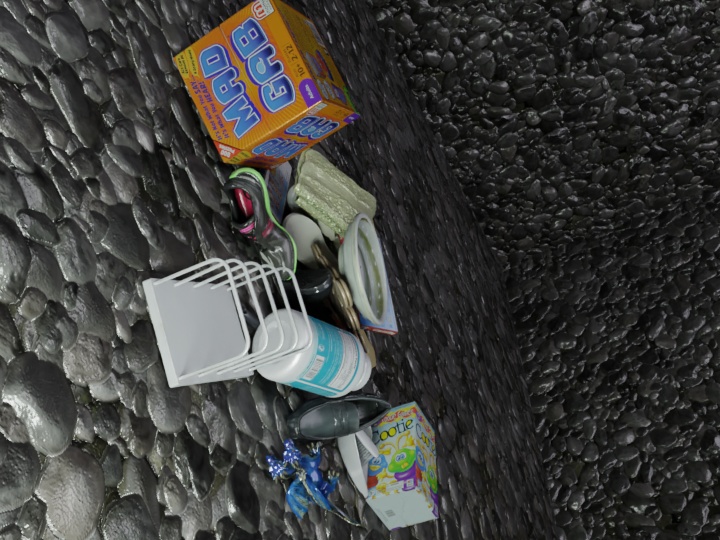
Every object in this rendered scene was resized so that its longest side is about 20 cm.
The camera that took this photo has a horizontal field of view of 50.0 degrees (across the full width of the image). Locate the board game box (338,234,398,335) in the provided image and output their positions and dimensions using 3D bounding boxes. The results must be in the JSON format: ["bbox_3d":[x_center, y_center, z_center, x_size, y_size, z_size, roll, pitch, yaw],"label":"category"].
[{"bbox_3d":[0.014,0.020,1.455,0.103,0.019,0.201,16,55,-44],"label":"board game box"}]

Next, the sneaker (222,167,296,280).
[{"bbox_3d":[-0.174,-0.069,1.279,0.084,0.077,0.201,-40,106,-53],"label":"sneaker"}]

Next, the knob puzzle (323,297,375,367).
[{"bbox_3d":[-0.033,0.120,1.486,0.220,0.030,0.220,53,10,-14],"label":"knob puzzle"}]

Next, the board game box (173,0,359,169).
[{"bbox_3d":[-0.155,-0.315,1.330,0.201,0.199,0.200,63,17,5],"label":"board game box"}]

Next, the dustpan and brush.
[{"bbox_3d":[-0.011,0.284,1.359,0.200,0.057,0.140,57,22,-28],"label":"dustpan and brush"}]

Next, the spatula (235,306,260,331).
[{"bbox_3d":[-0.138,0.117,1.233,0.200,0.020,0.057,54,27,-39],"label":"spatula"}]

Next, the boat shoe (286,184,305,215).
[{"bbox_3d":[-0.104,-0.129,1.549,0.064,0.071,0.200,34,-2,27],"label":"boat shoe"}]

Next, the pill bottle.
[{"bbox_3d":[-0.068,0.136,1.212,0.200,0.110,0.111,28,43,-49],"label":"pill bottle"}]

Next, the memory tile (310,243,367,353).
[{"bbox_3d":[-0.037,0.047,1.355,0.200,0.017,0.154,-127,-163,-58],"label":"memory tile"}]

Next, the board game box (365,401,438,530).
[{"bbox_3d":[0.080,0.368,1.465,0.105,0.103,0.200,57,21,-33],"label":"board game box"}]

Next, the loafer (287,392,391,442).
[{"bbox_3d":[-0.032,0.234,1.248,0.200,0.070,0.068,-5,87,-46],"label":"loafer"}]

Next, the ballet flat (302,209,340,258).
[{"bbox_3d":[-0.055,-0.068,1.504,0.200,0.070,0.065,52,12,-42],"label":"ballet flat"}]

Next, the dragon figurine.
[{"bbox_3d":[-0.073,0.323,1.134,0.201,0.059,0.099,64,18,-14],"label":"dragon figurine"}]

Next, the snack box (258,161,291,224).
[{"bbox_3d":[-0.166,-0.167,1.461,0.200,0.024,0.072,-87,152,-52],"label":"snack box"}]

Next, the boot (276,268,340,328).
[{"bbox_3d":[-0.057,0.098,1.321,0.165,0.065,0.201,11,-52,66],"label":"boot"}]

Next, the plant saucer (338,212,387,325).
[{"bbox_3d":[0.000,0.000,1.360,0.200,0.050,0.201,-9,90,-76],"label":"plant saucer"}]

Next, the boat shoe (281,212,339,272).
[{"bbox_3d":[-0.096,-0.044,1.472,0.068,0.072,0.200,31,-9,46],"label":"boat shoe"}]

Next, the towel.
[{"bbox_3d":[-0.045,-0.134,1.442,0.200,0.036,0.149,38,38,-29],"label":"towel"}]

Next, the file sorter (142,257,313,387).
[{"bbox_3d":[-0.168,0.064,1.034,0.200,0.124,0.139,10,61,-69],"label":"file sorter"}]

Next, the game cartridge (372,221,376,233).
[{"bbox_3d":[0.000,-0.031,1.628,0.200,0.032,0.177,117,-37,-62],"label":"game cartridge"}]
